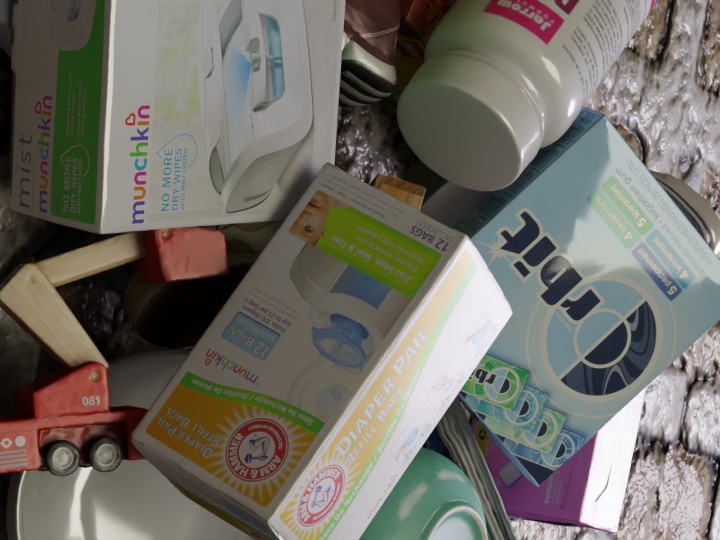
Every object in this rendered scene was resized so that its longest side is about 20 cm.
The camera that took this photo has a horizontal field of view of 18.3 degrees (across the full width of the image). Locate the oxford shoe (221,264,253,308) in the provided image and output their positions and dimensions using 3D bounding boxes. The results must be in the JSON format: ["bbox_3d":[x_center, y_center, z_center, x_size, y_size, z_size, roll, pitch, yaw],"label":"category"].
[{"bbox_3d":[-0.054,0.058,1.435,0.071,0.071,0.200,-41,161,-37],"label":"oxford shoe"}]

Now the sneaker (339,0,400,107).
[{"bbox_3d":[-0.046,-0.200,1.454,0.200,0.076,0.116,36,56,-37],"label":"sneaker"}]

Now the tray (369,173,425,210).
[{"bbox_3d":[0.000,0.000,1.483,0.200,0.037,0.099,133,-26,-82],"label":"tray"}]

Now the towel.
[{"bbox_3d":[0.088,0.169,1.630,0.200,0.024,0.147,70,-2,-71],"label":"towel"}]

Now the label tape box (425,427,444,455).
[{"bbox_3d":[-0.018,0.167,1.571,0.200,0.066,0.144,-39,126,-47],"label":"label tape box"}]

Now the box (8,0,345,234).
[{"bbox_3d":[-0.105,-0.130,1.290,0.176,0.097,0.201,-5,103,-44],"label":"box"}]

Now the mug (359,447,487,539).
[{"bbox_3d":[0.023,0.181,1.476,0.185,0.114,0.153,-35,123,-47],"label":"mug"}]

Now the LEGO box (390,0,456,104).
[{"bbox_3d":[0.075,-0.188,1.622,0.200,0.077,0.149,45,61,-48],"label":"LEGO box"}]

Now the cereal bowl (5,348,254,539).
[{"bbox_3d":[-0.123,0.146,1.374,0.199,0.083,0.201,1,87,-21],"label":"cereal bowl"}]

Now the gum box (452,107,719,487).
[{"bbox_3d":[0.138,0.018,1.539,0.200,0.045,0.170,-42,108,-3],"label":"gum box"}]

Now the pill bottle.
[{"bbox_3d":[0.113,-0.154,1.517,0.200,0.113,0.114,-54,135,-33],"label":"pill bottle"}]

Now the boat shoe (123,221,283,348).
[{"bbox_3d":[-0.094,-0.003,1.433,0.074,0.066,0.200,-54,161,25],"label":"boat shoe"}]

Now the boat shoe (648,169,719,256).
[{"bbox_3d":[0.169,-0.045,1.685,0.093,0.200,0.075,-30,138,-42],"label":"boat shoe"}]

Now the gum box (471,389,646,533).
[{"bbox_3d":[0.155,0.105,1.753,0.066,0.113,0.201,23,78,-54],"label":"gum box"}]

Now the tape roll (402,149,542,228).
[{"bbox_3d":[0.115,-0.006,1.613,0.066,0.200,0.201,-103,179,-63],"label":"tape roll"}]

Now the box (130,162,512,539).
[{"bbox_3d":[-0.020,0.060,1.293,0.200,0.112,0.101,-54,149,-12],"label":"box"}]

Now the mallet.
[{"bbox_3d":[-0.150,-0.053,1.380,0.200,0.066,0.041,-40,123,-24],"label":"mallet"}]

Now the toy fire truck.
[{"bbox_3d":[-0.174,0.046,1.286,0.199,0.049,0.142,-4,90,-23],"label":"toy fire truck"}]

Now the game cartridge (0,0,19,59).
[{"bbox_3d":[-0.176,-0.225,1.309,0.133,0.040,0.200,49,58,-42],"label":"game cartridge"}]
